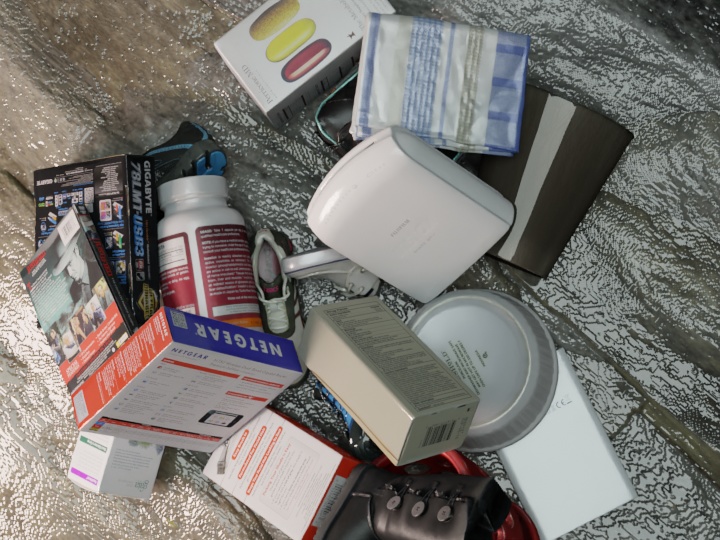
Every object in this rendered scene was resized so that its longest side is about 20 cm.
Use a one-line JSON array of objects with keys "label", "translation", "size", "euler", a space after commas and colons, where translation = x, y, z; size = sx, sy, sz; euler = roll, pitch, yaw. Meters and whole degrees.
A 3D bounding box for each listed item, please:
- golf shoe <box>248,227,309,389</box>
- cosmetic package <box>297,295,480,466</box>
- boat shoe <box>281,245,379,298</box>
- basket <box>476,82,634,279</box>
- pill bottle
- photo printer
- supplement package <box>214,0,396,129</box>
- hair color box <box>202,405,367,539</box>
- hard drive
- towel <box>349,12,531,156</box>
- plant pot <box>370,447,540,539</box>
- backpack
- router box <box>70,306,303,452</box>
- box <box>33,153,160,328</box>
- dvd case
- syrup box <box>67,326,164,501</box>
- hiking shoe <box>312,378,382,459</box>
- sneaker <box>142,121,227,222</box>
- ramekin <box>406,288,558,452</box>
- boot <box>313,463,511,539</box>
[{"label": "golf shoe", "translation": [-0.108, 0.048, 1.597], "size": [0.076, 0.088, 0.202], "euler": [-11, 86, 0]}, {"label": "cosmetic package", "translation": [0.029, 0.119, 1.461], "size": [0.200, 0.103, 0.074], "euler": [45, 129, 38]}, {"label": "boat shoe", "translation": [0.000, 0.000, 1.583], "size": [0.198, 0.071, 0.071], "euler": [-9, 92, -28]}, {"label": "basket", "translation": [0.209, -0.104, 1.575], "size": [0.179, 0.136, 0.202], "euler": [23, 90, -6]}, {"label": "pill bottle", "translation": [-0.184, -0.005, 1.550], "size": [0.112, 0.113, 0.202], "euler": [-10, 83, 2]}, {"label": "photo printer", "translation": [0.050, -0.066, 1.487], "size": [0.199, 0.070, 0.166], "euler": [32, 122, -27]}, {"label": "supplement package", "translation": [-0.064, -0.285, 1.609], "size": [0.200, 0.110, 0.114], "euler": [-39, 84, -1]}, {"label": "hair color box", "translation": [-0.088, 0.236, 1.536], "size": [0.199, 0.064, 0.112], "euler": [25, 87, 45]}, {"label": "hard drive", "translation": [0.235, 0.214, 1.598], "size": [0.131, 0.026, 0.201], "euler": [-26, 85, 0]}, {"label": "towel", "translation": [0.092, -0.211, 1.493], "size": [0.198, 0.024, 0.149], "euler": [6, 90, -7]}, {"label": "plant pot", "translation": [0.100, 0.318, 1.492], "size": [0.182, 0.200, 0.201], "euler": [35, 87, -37]}, {"label": "backpack", "translation": [0.063, -0.195, 1.574], "size": [0.176, 0.153, 0.200], "euler": [41, 97, -1]}, {"label": "router box", "translation": [-0.196, 0.130, 1.488], "size": [0.179, 0.199, 0.049], "euler": [-41, 52, 27]}, {"label": "box", "translation": [-0.321, -0.031, 1.571], "size": [0.199, 0.049, 0.201], "euler": [-4, 89, 43]}, {"label": "dvd case", "translation": [-0.328, 0.045, 1.536], "size": [0.146, 0.022, 0.201], "euler": [-44, 66, 35]}, {"label": "syrup box", "translation": [-0.279, 0.170, 1.583], "size": [0.081, 0.078, 0.202], "euler": [13, 86, 48]}, {"label": "hiking shoe", "translation": [-0.012, 0.156, 1.550], "size": [0.086, 0.201, 0.075], "euler": [-13, 123, 8]}, {"label": "sneaker", "translation": [-0.256, -0.101, 1.634], "size": [0.200, 0.073, 0.082], "euler": [-40, 55, 4]}, {"label": "ramekin", "translation": [0.133, 0.114, 1.556], "size": [0.200, 0.094, 0.205], "euler": [-3, 78, 13]}, {"label": "boot", "translation": [0.048, 0.288, 1.376], "size": [0.199, 0.066, 0.166], "euler": [2, 61, 42]}]
